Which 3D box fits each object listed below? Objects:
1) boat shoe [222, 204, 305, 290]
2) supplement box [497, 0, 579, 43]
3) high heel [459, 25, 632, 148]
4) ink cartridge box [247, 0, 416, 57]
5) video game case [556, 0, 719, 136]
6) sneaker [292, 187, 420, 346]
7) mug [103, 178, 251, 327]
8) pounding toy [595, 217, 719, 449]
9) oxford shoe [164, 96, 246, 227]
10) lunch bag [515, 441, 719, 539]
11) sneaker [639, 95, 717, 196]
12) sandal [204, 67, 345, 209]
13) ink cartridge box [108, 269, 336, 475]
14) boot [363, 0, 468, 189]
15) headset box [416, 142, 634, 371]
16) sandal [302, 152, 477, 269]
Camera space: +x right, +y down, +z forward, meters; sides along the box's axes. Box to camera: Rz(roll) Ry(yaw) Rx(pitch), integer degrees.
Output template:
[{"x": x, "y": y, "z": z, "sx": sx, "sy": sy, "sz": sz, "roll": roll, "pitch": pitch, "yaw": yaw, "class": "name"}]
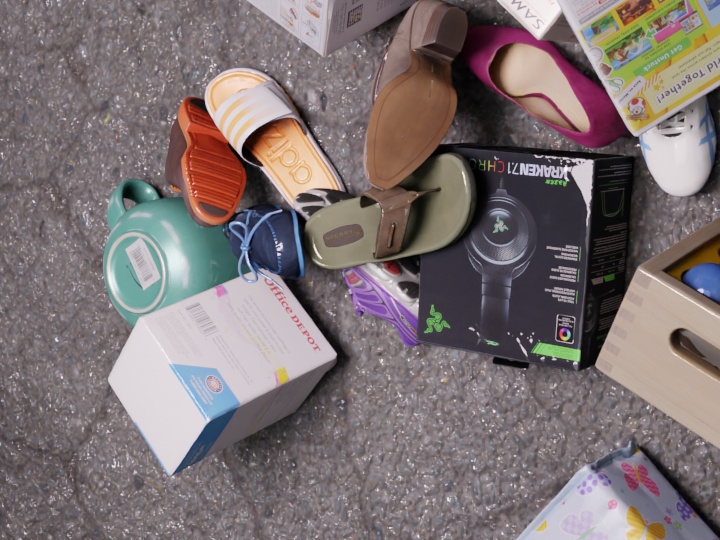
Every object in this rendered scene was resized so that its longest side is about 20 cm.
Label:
[{"x": -0.101, "y": -0.023, "z": 1.279, "sx": 0.200, "sy": 0.068, "sz": 0.085, "roll": -167, "pitch": 71, "yaw": -76, "class": "boat shoe"}, {"x": 0.213, "y": -0.290, "z": 1.063, "sx": 0.074, "sy": 0.126, "sz": 0.200, "roll": 48, "pitch": 118, "yaw": 18, "class": "supplement box"}, {"x": 0.153, "y": -0.172, "z": 1.135, "sx": 0.199, "sy": 0.096, "sz": 0.068, "roll": 29, "pitch": 112, "yaw": 28, "class": "high heel"}, {"x": -0.040, "y": -0.324, "z": 1.237, "sx": 0.200, "sy": 0.175, "sz": 0.084, "roll": 40, "pitch": 146, "yaw": 24, "class": "ink cartridge box"}, {"x": 0.262, "y": -0.230, "z": 0.997, "sx": 0.199, "sy": 0.023, "sz": 0.182, "roll": -32, "pitch": 117, "yaw": 9, "class": "video game case"}, {"x": 0.000, "y": 0.000, "z": 1.267, "sx": 0.200, "sy": 0.081, "sz": 0.084, "roll": 46, "pitch": 129, "yaw": 11, "class": "sneaker"}, {"x": -0.221, "y": -0.008, "z": 1.397, "sx": 0.184, "sy": 0.114, "sz": 0.153, "roll": 18, "pitch": 106, "yaw": 31, "class": "mug"}, {"x": 0.334, "y": 0.045, "z": 1.006, "sx": 0.200, "sy": 0.184, "sz": 0.143, "roll": 34, "pitch": 125, "yaw": 26, "class": "pounding toy"}, {"x": -0.170, "y": -0.101, "z": 1.342, "sx": 0.073, "sy": 0.071, "sz": 0.201, "roll": -55, "pitch": 28, "yaw": 30, "class": "oxford shoe"}, {"x": 0.218, "y": 0.286, "z": 1.135, "sx": 0.170, "sy": 0.127, "sz": 0.200, "roll": 51, "pitch": 126, "yaw": 20, "class": "lunch bag"}, {"x": 0.262, "y": -0.162, "z": 1.080, "sx": 0.071, "sy": 0.072, "sz": 0.201, "roll": -3, "pitch": 96, "yaw": 32, "class": "sneaker"}, {"x": -0.089, "y": -0.137, "z": 1.315, "sx": 0.079, "sy": 0.059, "sz": 0.207, "roll": -43, "pitch": 75, "yaw": 6, "class": "sandal"}, {"x": -0.134, "y": 0.098, "z": 1.315, "sx": 0.129, "sy": 0.199, "sz": 0.125, "roll": 54, "pitch": 138, "yaw": 16, "class": "ink cartridge box"}, {"x": 0.040, "y": -0.162, "z": 1.176, "sx": 0.070, "sy": 0.146, "sz": 0.201, "roll": 29, "pitch": 82, "yaw": -14, "class": "boot"}, {"x": 0.148, "y": -0.011, "z": 1.161, "sx": 0.173, "sy": 0.093, "sz": 0.201, "roll": 10, "pitch": 102, "yaw": 34, "class": "headset box"}, {"x": 0.022, "y": -0.044, "z": 1.155, "sx": 0.200, "sy": 0.057, "sz": 0.080, "roll": -22, "pitch": 82, "yaw": 33, "class": "sandal"}]
